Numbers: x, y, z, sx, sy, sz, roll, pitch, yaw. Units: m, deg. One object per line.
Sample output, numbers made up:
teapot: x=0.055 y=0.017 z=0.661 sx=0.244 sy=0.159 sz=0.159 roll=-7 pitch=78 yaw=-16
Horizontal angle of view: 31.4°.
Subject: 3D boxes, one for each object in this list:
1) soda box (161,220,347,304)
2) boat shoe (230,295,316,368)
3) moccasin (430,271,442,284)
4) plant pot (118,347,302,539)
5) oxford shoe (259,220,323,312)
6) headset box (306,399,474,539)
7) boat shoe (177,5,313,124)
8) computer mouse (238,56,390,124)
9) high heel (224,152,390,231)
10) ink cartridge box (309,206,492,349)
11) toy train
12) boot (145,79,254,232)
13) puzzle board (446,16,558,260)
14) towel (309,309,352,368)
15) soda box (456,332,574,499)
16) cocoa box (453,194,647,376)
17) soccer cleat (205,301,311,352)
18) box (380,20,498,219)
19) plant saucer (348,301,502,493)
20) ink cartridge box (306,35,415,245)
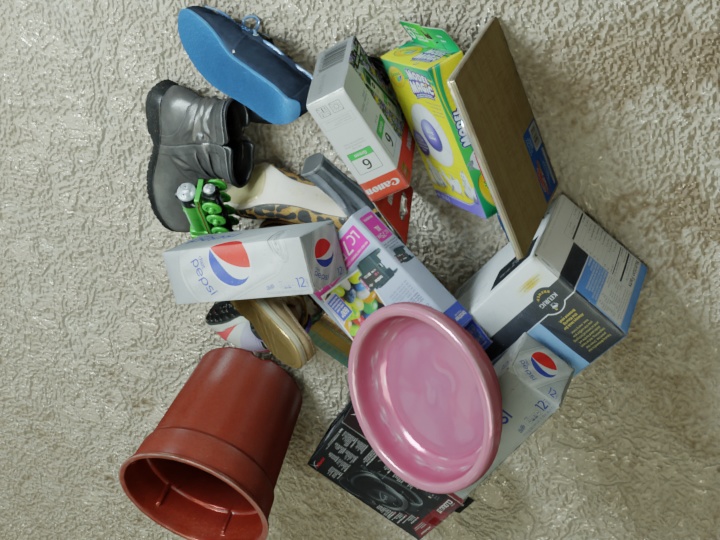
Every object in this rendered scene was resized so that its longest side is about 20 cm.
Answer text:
soda box: x=-0.117 y=-0.008 z=1.390 sx=0.199 sy=0.068 sz=0.064 roll=-5 pitch=106 yaw=36
boat shoe: x=-0.094 y=0.038 z=1.463 sx=0.200 sy=0.069 sz=0.074 roll=45 pitch=154 yaw=47
moccasin: x=-0.001 y=0.002 z=1.469 sx=0.200 sy=0.074 sz=0.078 roll=24 pitch=167 yaw=-1
plant pot: x=-0.174 y=0.216 z=1.629 sx=0.200 sy=0.196 sz=0.201 roll=15 pitch=141 yaw=12
oxford shoe: x=-0.044 y=0.010 z=1.525 sx=0.200 sy=0.071 sz=0.071 roll=36 pitch=131 yaw=0
headset box: x=0.051 y=0.248 z=1.621 sx=0.199 sy=0.077 sz=0.149 roll=33 pitch=145 yaw=-1
boat shoe: x=-0.120 y=-0.222 z=1.388 sx=0.200 sy=0.068 sz=0.084 roll=45 pitch=144 yaw=23
computer mouse: x=-0.058 y=-0.197 z=1.409 sx=0.199 sy=0.034 sz=0.059 roll=-10 pitch=117 yaw=29
high heel: x=-0.064 y=-0.066 z=1.494 sx=0.199 sy=0.072 sz=0.142 roll=-11 pitch=140 yaw=45
ink cartridge box: x=0.035 y=0.043 z=1.378 sx=0.200 sy=0.042 sz=0.119 roll=45 pitch=128 yaw=5
toy train: x=-0.172 y=-0.051 z=1.487 sx=0.056 sy=0.042 sz=0.200 roll=7 pitch=157 yaw=8
boot: x=-0.181 y=-0.115 z=1.479 sx=0.131 sy=0.070 sz=0.201 roll=22 pitch=133 yaw=31
puzzle board: x=0.144 y=-0.133 z=1.284 sx=0.017 sy=0.151 sz=0.201 roll=-10 pitch=118 yaw=29
towel: x=0.002 y=0.098 z=1.521 sx=0.146 sy=0.022 sz=0.200 roll=35 pitch=167 yaw=-3
soda box: x=0.141 y=0.157 z=1.362 sx=0.068 sy=0.064 sz=0.200 roll=35 pitch=133 yaw=0
cocoa box: x=0.192 y=0.045 z=1.398 sx=0.131 sy=0.134 sz=0.200 roll=39 pitch=130 yaw=-6
soccer cleat: x=-0.112 y=0.069 z=1.574 sx=0.199 sy=0.068 sz=0.073 roll=2 pitch=142 yaw=52
box: x=0.087 y=-0.158 z=1.321 sx=0.117 sy=0.048 sz=0.201 roll=32 pitch=148 yaw=63
plant saucer: x=0.072 y=0.126 z=1.313 sx=0.200 sy=0.051 sz=0.202 roll=19 pitch=117 yaw=42
ink cartridge box: x=0.020 y=-0.136 z=1.353 sx=0.050 sy=0.109 sz=0.200 roll=-22 pitch=123 yaw=24
